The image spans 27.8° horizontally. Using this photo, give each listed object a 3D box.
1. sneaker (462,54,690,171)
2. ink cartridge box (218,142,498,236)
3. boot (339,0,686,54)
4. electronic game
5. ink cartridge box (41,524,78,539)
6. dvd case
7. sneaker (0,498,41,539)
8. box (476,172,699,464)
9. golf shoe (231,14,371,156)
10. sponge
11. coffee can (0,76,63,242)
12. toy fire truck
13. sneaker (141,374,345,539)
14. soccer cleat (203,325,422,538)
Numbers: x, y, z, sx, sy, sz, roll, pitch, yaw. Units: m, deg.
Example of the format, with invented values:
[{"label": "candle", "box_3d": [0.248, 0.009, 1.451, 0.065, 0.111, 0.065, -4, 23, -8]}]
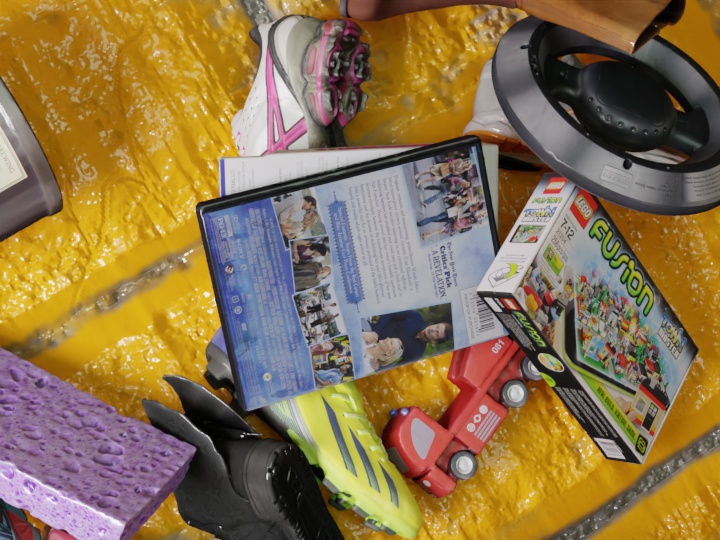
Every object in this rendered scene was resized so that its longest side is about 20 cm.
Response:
[{"label": "sneaker", "box_3d": [0.179, -0.116, 1.103, 0.200, 0.076, 0.092, 12, 75, -14]}, {"label": "ink cartridge box", "box_3d": [-0.001, -0.037, 0.994, 0.200, 0.037, 0.095, -4, 101, -20]}, {"label": "boot", "box_3d": [0.106, -0.188, 1.027, 0.200, 0.069, 0.188, 30, 34, 24]}, {"label": "electronic game", "box_3d": [0.187, -0.116, 1.045, 0.200, 0.042, 0.200, 14, 45, -14]}, {"label": "ink cartridge box", "box_3d": [-0.145, 0.273, 0.955, 0.200, 0.084, 0.145, 27, 77, -10]}, {"label": "dvd case", "box_3d": [0.000, 0.000, 0.975, 0.200, 0.018, 0.143, -15, 104, -15]}, {"label": "sneaker", "box_3d": [-0.260, 0.141, 0.900, 0.079, 0.096, 0.200, -46, 56, -1]}, {"label": "box", "box_3d": [0.167, 0.037, 1.041, 0.200, 0.035, 0.110, 49, 60, -33]}, {"label": "golf shoe", "box_3d": [-0.050, -0.082, 1.047, 0.092, 0.073, 0.200, 9, 92, 29]}, {"label": "sponge", "box_3d": [-0.215, 0.102, 0.923, 0.200, 0.112, 0.030, 26, 114, 9]}, {"label": "coffee can", "box_3d": [-0.313, -0.052, 0.924, 0.200, 0.146, 0.146, -32, 91, -16]}, {"label": "toy fire truck", "box_3d": [0.064, 0.048, 1.061, 0.141, 0.049, 0.200, 40, 76, -6]}, {"label": "sneaker", "box_3d": [-0.077, 0.165, 0.999, 0.060, 0.104, 0.200, -48, 133, -43]}, {"label": "soccer cleat", "box_3d": [-0.021, 0.103, 1.016, 0.200, 0.065, 0.084, 45, 73, 1]}]
